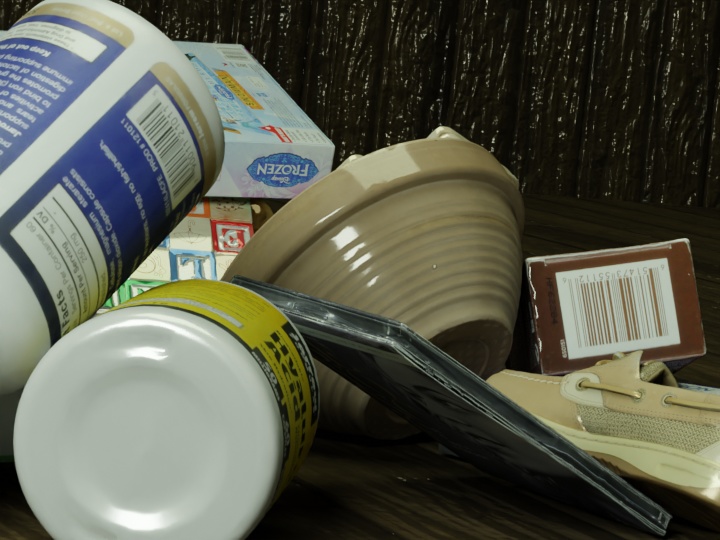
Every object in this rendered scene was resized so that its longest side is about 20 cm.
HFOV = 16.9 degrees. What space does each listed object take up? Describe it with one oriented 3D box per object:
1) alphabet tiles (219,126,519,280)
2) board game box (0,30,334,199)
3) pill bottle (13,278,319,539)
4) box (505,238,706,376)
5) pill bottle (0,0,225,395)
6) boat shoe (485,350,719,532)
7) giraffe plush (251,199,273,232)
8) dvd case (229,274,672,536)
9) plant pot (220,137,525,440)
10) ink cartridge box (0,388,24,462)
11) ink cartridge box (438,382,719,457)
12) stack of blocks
[{"bbox_3d":[0.000,0.000,1.400,0.015,0.200,0.195,54,14,29],"label":"alphabet tiles"},{"bbox_3d":[-0.143,-0.104,1.591,0.198,0.041,0.200,2,23,-22],"label":"board game box"},{"bbox_3d":[-0.076,0.061,1.059,0.111,0.112,0.200,7,6,5],"label":"pill bottle"},{"bbox_3d":[0.143,0.033,1.472,0.100,0.075,0.200,-7,-9,-3],"label":"box"},{"bbox_3d":[-0.157,-0.019,1.043,0.115,0.116,0.200,10,45,37],"label":"pill bottle"},{"bbox_3d":[0.137,0.077,1.207,0.200,0.065,0.071,18,-15,48],"label":"boat shoe"},{"bbox_3d":[-0.167,-0.023,1.645,0.199,0.174,0.162,-1,11,14],"label":"giraffe plush"},{"bbox_3d":[0.042,0.066,1.182,0.200,0.016,0.148,36,-12,-33],"label":"dvd case"},{"bbox_3d":[0.019,0.029,1.355,0.200,0.201,0.093,0,46,-46],"label":"plant pot"},{"bbox_3d":[-0.220,-0.003,1.169,0.145,0.084,0.200,-1,40,-19],"label":"ink cartridge box"},{"bbox_3d":[0.180,0.096,1.344,0.197,0.047,0.199,8,4,44],"label":"ink cartridge box"},{"bbox_3d":[-0.166,0.002,1.510,0.199,0.059,0.116,5,47,-15],"label":"stack of blocks"}]
